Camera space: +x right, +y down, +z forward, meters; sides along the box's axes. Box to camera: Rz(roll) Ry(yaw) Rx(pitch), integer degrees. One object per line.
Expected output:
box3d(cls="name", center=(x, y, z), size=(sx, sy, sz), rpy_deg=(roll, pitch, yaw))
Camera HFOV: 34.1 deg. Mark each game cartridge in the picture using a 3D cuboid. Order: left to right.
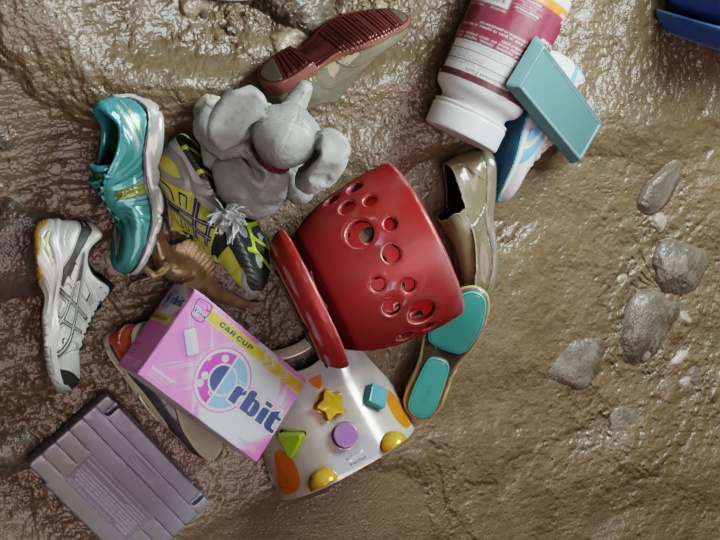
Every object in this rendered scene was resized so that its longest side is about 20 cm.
box3d(cls="game cartridge", center=(-0.293, 0.256, 1.422), size=(0.129, 0.038, 0.201), rpy_deg=(-39, 113, -3))

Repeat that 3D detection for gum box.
box3d(cls="gum box", center=(-0.164, 0.122, 1.356), size=(0.200, 0.066, 0.114), rpy_deg=(42, 73, -29))

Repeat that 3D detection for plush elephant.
box3d(cls="plush elephant", center=(-0.097, -0.140, 1.287), size=(0.164, 0.201, 0.155), rpy_deg=(33, 126, -19))

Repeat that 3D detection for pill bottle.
box3d(cls="pill bottle", center=(0.163, -0.253, 1.414), size=(0.113, 0.114, 0.202), rpy_deg=(23, 95, -23))

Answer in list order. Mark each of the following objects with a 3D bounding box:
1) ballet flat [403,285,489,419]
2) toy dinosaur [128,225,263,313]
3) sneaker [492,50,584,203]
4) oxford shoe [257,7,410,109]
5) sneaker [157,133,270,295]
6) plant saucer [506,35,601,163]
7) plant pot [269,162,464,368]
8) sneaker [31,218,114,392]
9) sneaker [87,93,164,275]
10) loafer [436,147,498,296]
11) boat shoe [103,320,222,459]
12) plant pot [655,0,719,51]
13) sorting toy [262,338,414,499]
box3d(cls="ballet flat", center=(0.105, 0.095, 1.492), size=(0.068, 0.063, 0.201), rpy_deg=(25, 112, -3))
box3d(cls="toy dinosaur", center=(-0.203, 0.015, 1.380), size=(0.200, 0.058, 0.101), rpy_deg=(42, 86, -24))
box3d(cls="sneaker", center=(0.218, -0.176, 1.477), size=(0.080, 0.076, 0.202), rpy_deg=(17, 101, -31))
box3d(cls="oxford shoe", center=(-0.027, -0.245, 1.384), size=(0.198, 0.071, 0.075), rpy_deg=(-27, 136, -11))
box3d(cls="sneaker", center=(-0.173, -0.056, 1.349), size=(0.076, 0.075, 0.201), rpy_deg=(-33, 84, 17))
box3d(cls="plant saucer", center=(0.241, -0.201, 1.425), size=(0.070, 0.019, 0.200), rpy_deg=(-58, 141, -4))
box3d(cls="plant pot", center=(0.000, 0.000, 1.376), size=(0.181, 0.200, 0.202), rpy_deg=(-25, 111, -6))
box3d(cls="sneaker", center=(-0.322, 0.041, 1.333), size=(0.087, 0.076, 0.203), rpy_deg=(-5, 106, -18))
box3d(cls="sneaker", center=(-0.270, -0.095, 1.310), size=(0.079, 0.077, 0.203), rpy_deg=(-4, 97, -45))
box3d(cls="loafer", center=(0.131, -0.054, 1.480), size=(0.067, 0.076, 0.203), rpy_deg=(-3, 95, -18))
box3d(cls="boat shoe", center=(-0.233, 0.147, 1.402), size=(0.062, 0.071, 0.201), rpy_deg=(-16, 118, 29))
box3d(cls="plant pot", center=(0.490, -0.373, 1.466), size=(0.197, 0.200, 0.182), rpy_deg=(-6, 113, -19))
box3d(cls="sorting toy", center=(-0.047, 0.164, 1.469), size=(0.198, 0.107, 0.182), rpy_deg=(-27, 92, -12))
